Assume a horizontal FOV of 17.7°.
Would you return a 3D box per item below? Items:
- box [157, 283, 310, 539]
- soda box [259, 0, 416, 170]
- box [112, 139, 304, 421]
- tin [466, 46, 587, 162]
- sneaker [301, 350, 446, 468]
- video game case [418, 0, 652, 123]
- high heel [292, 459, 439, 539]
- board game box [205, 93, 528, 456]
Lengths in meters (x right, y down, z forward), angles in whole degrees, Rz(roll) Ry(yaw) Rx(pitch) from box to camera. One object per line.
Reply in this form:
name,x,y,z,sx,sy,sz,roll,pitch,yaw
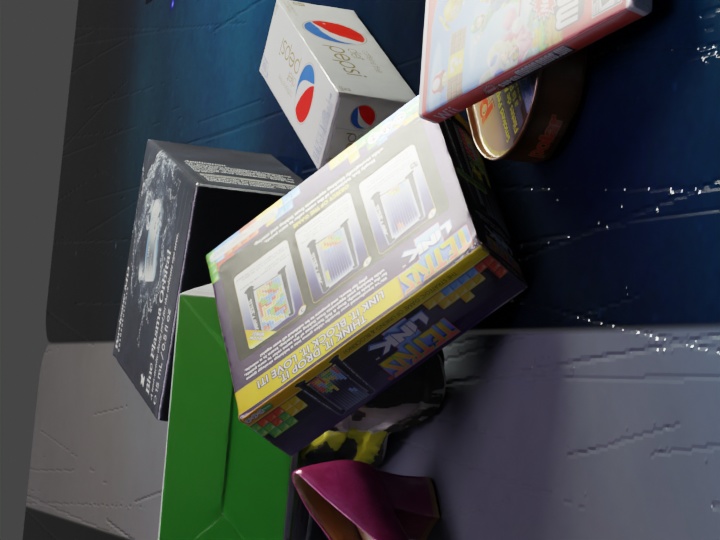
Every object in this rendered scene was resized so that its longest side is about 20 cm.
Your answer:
box,-0.082,0.113,1.694,0.176,0.096,0.201,-41,-44,-85
soda box,-0.018,-0.138,1.728,0.200,0.068,0.064,-119,40,-59
box,-0.118,0.010,1.897,0.200,0.117,0.197,-140,59,-69
tin,0.096,-0.155,1.453,0.112,0.042,0.200,122,149,-43
sneaker,0.001,0.072,1.591,0.200,0.074,0.085,131,142,-58
video game case,0.104,-0.184,1.377,0.200,0.017,0.143,-25,54,51
high heel,0.013,0.205,1.480,0.067,0.096,0.200,118,152,-46
board game box,0.000,0.000,1.503,0.200,0.057,0.166,-36,41,18
